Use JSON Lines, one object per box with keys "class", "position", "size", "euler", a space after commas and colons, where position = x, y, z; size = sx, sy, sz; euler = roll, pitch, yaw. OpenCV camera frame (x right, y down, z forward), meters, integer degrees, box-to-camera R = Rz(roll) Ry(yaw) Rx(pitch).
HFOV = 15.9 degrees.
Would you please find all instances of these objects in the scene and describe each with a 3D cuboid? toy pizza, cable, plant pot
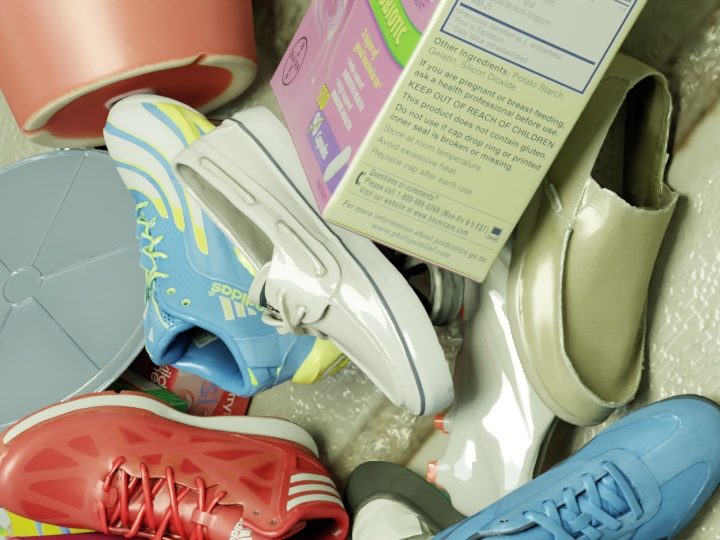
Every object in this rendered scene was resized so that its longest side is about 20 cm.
{"class": "toy pizza", "position": [-0.190, 0.017, 1.502], "size": [0.200, 0.032, 0.200], "euler": [-14, 52, 19]}
{"class": "cable", "position": [0.000, 0.000, 1.412], "size": [0.200, 0.050, 0.097], "euler": [-128, 47, -64]}
{"class": "plant pot", "position": [-0.151, -0.177, 1.498], "size": [0.200, 0.200, 0.177], "euler": [-25, 76, 40]}

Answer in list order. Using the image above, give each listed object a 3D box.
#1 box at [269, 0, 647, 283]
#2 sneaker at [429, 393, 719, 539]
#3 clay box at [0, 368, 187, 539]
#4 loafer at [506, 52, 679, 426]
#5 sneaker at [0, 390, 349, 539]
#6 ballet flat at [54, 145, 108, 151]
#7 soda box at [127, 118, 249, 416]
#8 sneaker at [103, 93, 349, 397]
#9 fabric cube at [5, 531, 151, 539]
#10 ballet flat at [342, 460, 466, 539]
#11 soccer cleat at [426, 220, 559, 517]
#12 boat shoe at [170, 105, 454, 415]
{"class": "box", "position": [0.050, -0.128, 1.319], "size": [0.200, 0.097, 0.176], "euler": [-60, 22, 19]}
{"class": "sneaker", "position": [0.102, 0.132, 1.299], "size": [0.200, 0.078, 0.066], "euler": [-33, 86, 10]}
{"class": "clay box", "position": [-0.171, 0.151, 1.521], "size": [0.115, 0.048, 0.200], "euler": [27, 113, 40]}
{"class": "loafer", "position": [0.123, -0.020, 1.322], "size": [0.068, 0.076, 0.200], "euler": [-3, 87, 48]}
{"class": "sneaker", "position": [-0.097, 0.123, 1.404], "size": [0.116, 0.200, 0.078], "euler": [-137, 49, -58]}
{"class": "ballet flat", "position": [-0.151, -0.058, 1.595], "size": [0.064, 0.067, 0.200], "euler": [-20, 75, 13]}
{"class": "soda box", "position": [-0.093, 0.013, 1.524], "size": [0.063, 0.070, 0.200], "euler": [28, 108, 40]}
{"class": "sneaker", "position": [-0.093, -0.011, 1.410], "size": [0.200, 0.105, 0.076], "euler": [45, 138, 16]}
{"class": "fabric cube", "position": [-0.087, 0.266, 1.430], "size": [0.196, 0.199, 0.200], "euler": [29, 109, 40]}
{"class": "ballet flat", "position": [0.042, 0.168, 1.400], "size": [0.200, 0.068, 0.068], "euler": [40, 117, 36]}
{"class": "soccer cleat", "position": [0.085, 0.035, 1.372], "size": [0.078, 0.069, 0.200], "euler": [6, 86, 13]}
{"class": "boat shoe", "position": [-0.028, 0.002, 1.350], "size": [0.200, 0.066, 0.072], "euler": [55, 160, 15]}
